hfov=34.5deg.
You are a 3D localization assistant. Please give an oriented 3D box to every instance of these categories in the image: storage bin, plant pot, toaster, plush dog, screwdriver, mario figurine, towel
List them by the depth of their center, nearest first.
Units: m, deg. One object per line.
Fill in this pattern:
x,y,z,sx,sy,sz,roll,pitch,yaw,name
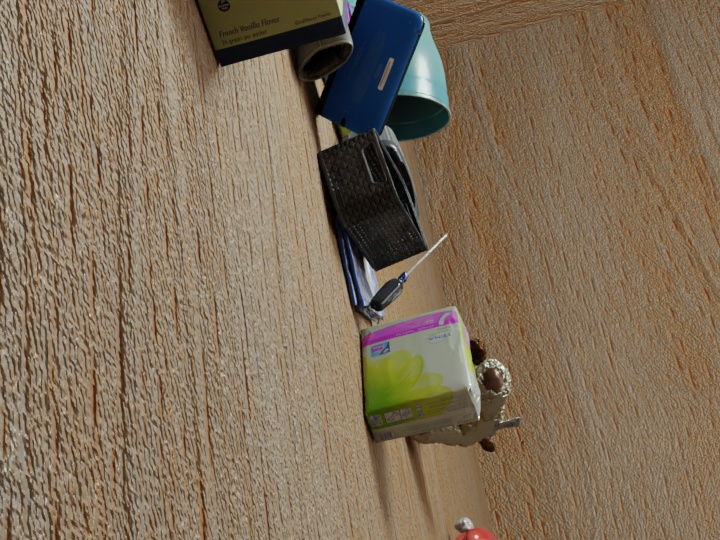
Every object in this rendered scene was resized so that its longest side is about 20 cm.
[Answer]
0.075,-0.005,1.737,0.029,0.028,0.200,50,53,-12,screwdriver
0.021,-0.103,1.744,0.200,0.094,0.136,52,17,-60,storage bin
0.000,0.000,1.766,0.200,0.024,0.147,41,35,-77,towel
0.025,-0.156,1.918,0.129,0.113,0.200,-98,169,-65,toaster
0.170,0.214,1.990,0.161,0.200,0.172,48,12,-44,plush dog
0.057,-0.354,2.061,0.200,0.199,0.189,56,31,-70,plant pot
0.203,0.552,2.192,0.123,0.106,0.200,38,-28,32,mario figurine

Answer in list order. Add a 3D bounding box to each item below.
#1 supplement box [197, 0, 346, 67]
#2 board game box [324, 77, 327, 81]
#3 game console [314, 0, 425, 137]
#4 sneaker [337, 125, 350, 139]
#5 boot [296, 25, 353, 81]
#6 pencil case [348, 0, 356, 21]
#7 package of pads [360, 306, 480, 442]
-0.103,-0.348,1.177,0.200,0.134,0.200,-92,166,-60,supplement box
-0.074,-0.450,1.964,0.199,0.043,0.201,62,16,-61,board game box
0.016,-0.317,1.782,0.118,0.170,0.201,-4,119,-61,game console
0.010,-0.203,2.025,0.200,0.078,0.091,65,20,-50,sneaker
-0.039,-0.397,1.706,0.072,0.182,0.200,28,36,-32,boot
-0.035,-0.490,2.173,0.092,0.085,0.201,134,-56,-70,pencil case
0.083,0.142,1.612,0.200,0.154,0.068,-93,167,-55,package of pads
